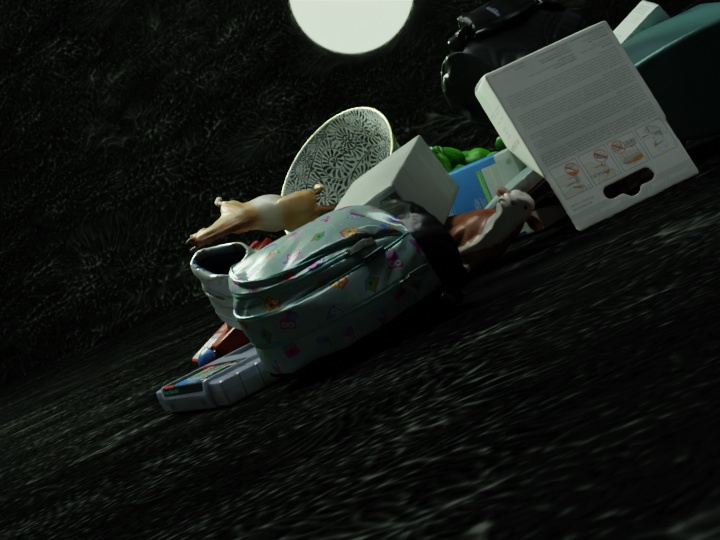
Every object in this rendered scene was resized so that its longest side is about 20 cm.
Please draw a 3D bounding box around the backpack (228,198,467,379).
[{"bbox_3d":[-0.020,0.014,1.232,0.200,0.127,0.167,-28,8,-12],"label":"backpack"}]

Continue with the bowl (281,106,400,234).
[{"bbox_3d":[-0.003,-0.105,1.743,0.200,0.201,0.094,-21,-38,37],"label":"bowl"}]

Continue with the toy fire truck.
[{"bbox_3d":[-0.132,0.059,1.594,0.168,0.112,0.200,-49,8,-9],"label":"toy fire truck"}]

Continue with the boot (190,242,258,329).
[{"bbox_3d":[-0.098,0.022,1.415,0.200,0.096,0.074,4,52,38],"label":"boot"}]

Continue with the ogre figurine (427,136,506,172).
[{"bbox_3d":[0.165,-0.123,1.708,0.200,0.098,0.120,-3,6,42],"label":"ogre figurine"}]

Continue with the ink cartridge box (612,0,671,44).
[{"bbox_3d":[0.334,-0.233,1.701,0.200,0.109,0.050,-47,23,3],"label":"ink cartridge box"}]

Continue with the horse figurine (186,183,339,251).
[{"bbox_3d":[-0.106,-0.070,1.609,0.199,0.050,0.133,-5,14,1],"label":"horse figurine"}]

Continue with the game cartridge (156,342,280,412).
[{"bbox_3d":[-0.125,0.103,1.363,0.129,0.038,0.200,-22,2,-28],"label":"game cartridge"}]

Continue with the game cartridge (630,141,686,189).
[{"bbox_3d":[0.320,-0.122,1.646,0.133,0.041,0.200,-26,2,29],"label":"game cartridge"}]

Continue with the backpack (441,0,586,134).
[{"bbox_3d":[0.188,-0.244,1.573,0.200,0.167,0.127,-56,-6,-49],"label":"backpack"}]

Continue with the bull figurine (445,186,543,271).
[{"bbox_3d":[0.111,-0.030,1.438,0.121,0.065,0.200,-33,2,-22],"label":"bull figurine"}]

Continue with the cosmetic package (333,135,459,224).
[{"bbox_3d":[0.033,-0.063,1.436,0.107,0.090,0.200,-33,13,23],"label":"cosmetic package"}]

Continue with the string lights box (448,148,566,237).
[{"bbox_3d":[0.138,-0.076,1.617,0.200,0.103,0.059,-20,5,42],"label":"string lights box"}]

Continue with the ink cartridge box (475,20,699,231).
[{"bbox_3d":[0.241,-0.150,1.421,0.161,0.200,0.050,-25,-12,-15],"label":"ink cartridge box"}]

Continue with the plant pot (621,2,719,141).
[{"bbox_3d":[0.386,-0.226,1.596,0.200,0.142,0.141,-23,14,-19],"label":"plant pot"}]

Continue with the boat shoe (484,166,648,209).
[{"bbox_3d":[0.234,-0.093,1.496,0.200,0.091,0.071,-39,5,-2],"label":"boat shoe"}]
